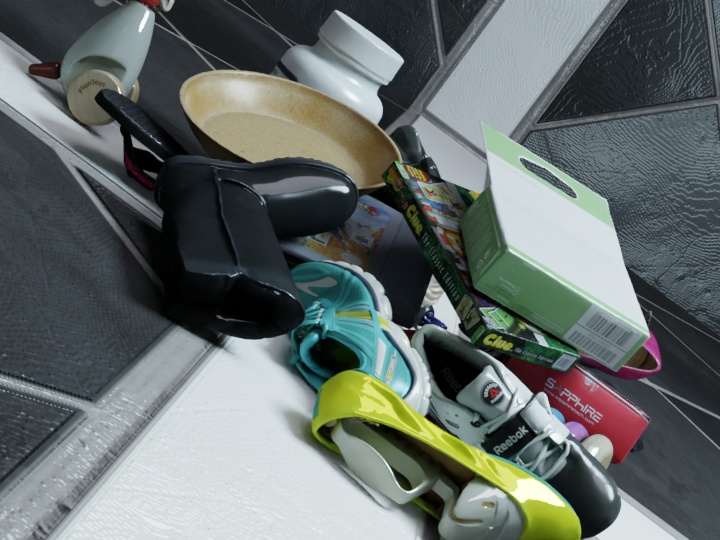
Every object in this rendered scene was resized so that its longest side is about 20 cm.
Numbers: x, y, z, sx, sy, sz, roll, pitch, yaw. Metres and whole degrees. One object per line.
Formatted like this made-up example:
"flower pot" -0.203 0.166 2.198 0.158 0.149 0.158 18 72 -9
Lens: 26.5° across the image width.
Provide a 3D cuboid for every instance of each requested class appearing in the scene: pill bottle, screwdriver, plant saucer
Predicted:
"pill bottle" -0.050 -0.143 1.455 0.111 0.200 0.111 35 12 -8
"screwdriver" 0.092 0.068 1.461 0.029 0.028 0.200 -20 49 -42
"plant saucer" -0.063 -0.109 1.307 0.200 0.035 0.200 17 27 -9

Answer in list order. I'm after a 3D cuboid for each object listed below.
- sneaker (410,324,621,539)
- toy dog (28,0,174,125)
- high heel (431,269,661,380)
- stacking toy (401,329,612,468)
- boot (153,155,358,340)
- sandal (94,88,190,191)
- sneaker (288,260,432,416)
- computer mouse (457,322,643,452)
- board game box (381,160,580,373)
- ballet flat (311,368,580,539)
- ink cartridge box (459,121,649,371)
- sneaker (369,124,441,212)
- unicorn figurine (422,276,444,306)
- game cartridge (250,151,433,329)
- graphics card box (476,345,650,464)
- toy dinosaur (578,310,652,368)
"sneaker" 0.102 0.114 1.103 0.200 0.074 0.089 40 -10 26
"toy dog" -0.230 -0.225 1.360 0.096 0.200 0.132 19 -13 -3
"high heel" 0.154 0.035 1.259 0.200 0.067 0.096 30 2 -12
"stacking toy" 0.094 0.112 1.190 0.200 0.085 0.085 36 10 19
"boot" -0.066 -0.020 1.121 0.164 0.066 0.200 0 24 -12
"sandal" -0.165 -0.083 1.303 0.200 0.045 0.075 46 6 -50
"sneaker" -0.017 0.048 1.127 0.080 0.078 0.200 14 20 -32
"computer mouse" 0.184 0.093 1.437 0.200 0.046 0.140 31 -10 29
"board game box" 0.093 -0.005 1.205 0.105 0.023 0.200 20 30 -39
"ballet flat" 0.051 0.141 1.005 0.200 0.067 0.067 34 32 2
"ink cartridge box" 0.149 -0.023 1.227 0.145 0.048 0.200 30 26 -21
"sneaker" 0.037 -0.071 1.406 0.200 0.079 0.076 -113 -179 -68
"unicorn figurine" 0.000 0.000 1.357 0.137 0.074 0.200 35 37 10
"game cartridge" -0.033 -0.030 1.280 0.200 0.042 0.133 24 37 0
"graphics card box" 0.158 0.108 1.304 0.125 0.051 0.200 36 -7 -4
"toy dinosaur" 0.210 0.060 1.419 0.102 0.077 0.200 18 26 16
